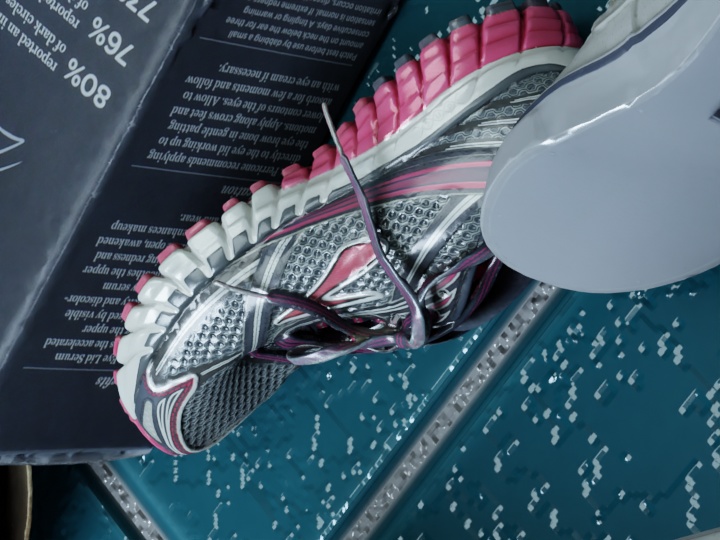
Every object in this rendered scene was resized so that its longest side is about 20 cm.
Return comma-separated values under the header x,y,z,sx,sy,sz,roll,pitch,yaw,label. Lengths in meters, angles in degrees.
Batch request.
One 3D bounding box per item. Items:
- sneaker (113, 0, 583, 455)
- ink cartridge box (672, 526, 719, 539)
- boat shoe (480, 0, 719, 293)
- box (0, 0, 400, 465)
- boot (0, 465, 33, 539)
x,y,z,sx,sy,sz,roll,pitch,yaw,label
0.000,0.000,0.828,0.200,0.080,0.075,-40,69,27,sneaker
0.118,0.135,0.638,0.199,0.147,0.146,-15,76,-6,ink cartridge box
0.098,-0.064,0.709,0.200,0.071,0.070,-50,19,51,boat shoe
-0.105,-0.056,0.892,0.148,0.104,0.201,42,112,30,box
-0.159,0.137,0.930,0.075,0.073,0.201,13,94,60,boot
